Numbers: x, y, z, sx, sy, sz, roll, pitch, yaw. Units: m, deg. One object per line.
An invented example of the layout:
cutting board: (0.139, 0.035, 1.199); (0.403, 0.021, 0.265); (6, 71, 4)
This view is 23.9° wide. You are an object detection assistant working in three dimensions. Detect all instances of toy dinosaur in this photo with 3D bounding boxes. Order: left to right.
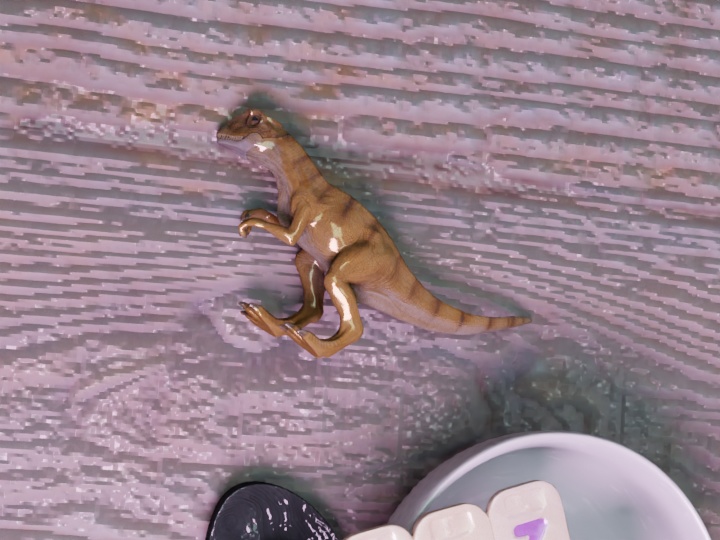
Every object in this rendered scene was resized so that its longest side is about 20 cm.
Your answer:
toy dinosaur: (0.000, 0.000, 0.873); (0.200, 0.060, 0.106); (43, 74, -12)

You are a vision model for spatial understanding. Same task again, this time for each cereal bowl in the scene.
cereal bowl: (0.087, 0.182, 0.882); (0.199, 0.083, 0.201); (1, 88, -18)

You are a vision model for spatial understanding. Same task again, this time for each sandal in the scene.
sandal: (-0.028, 0.205, 0.860); (0.075, 0.048, 0.202); (-12, 92, -19)

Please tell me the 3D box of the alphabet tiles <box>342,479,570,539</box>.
alphabet tiles: (0.061, 0.209, 0.821); (0.199, 0.015, 0.197); (-14, 92, -19)
